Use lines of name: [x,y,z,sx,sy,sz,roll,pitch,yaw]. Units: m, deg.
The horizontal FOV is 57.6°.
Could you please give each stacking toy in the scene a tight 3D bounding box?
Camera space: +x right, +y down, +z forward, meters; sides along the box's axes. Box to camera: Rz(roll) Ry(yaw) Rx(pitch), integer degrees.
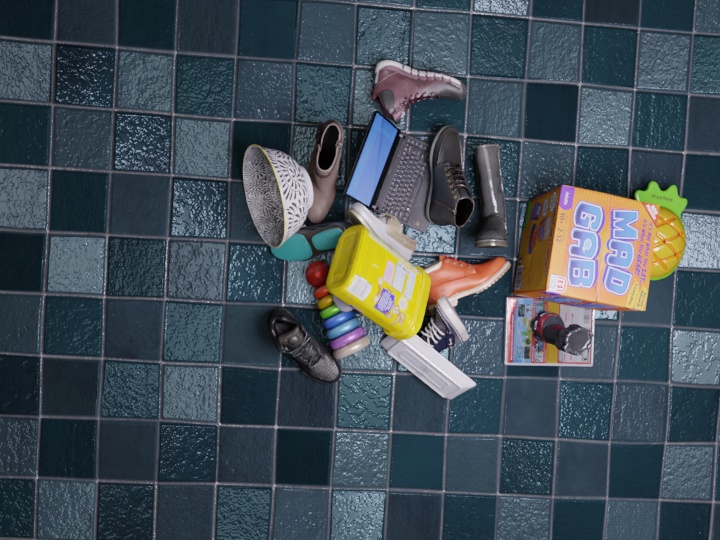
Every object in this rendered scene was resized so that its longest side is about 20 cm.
stacking toy: [-0.054,0.074,1.350,0.084,0.085,0.204,-23,89,-3]

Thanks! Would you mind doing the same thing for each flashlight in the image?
flashlight: [0.401,0.123,1.301,0.066,0.200,0.069,14,90,-5]

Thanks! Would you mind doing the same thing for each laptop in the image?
laptop: [0.083,-0.197,1.334,0.196,0.103,0.181,22,91,-4]

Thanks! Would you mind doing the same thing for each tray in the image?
tray: [0.134,0.198,1.355,0.199,0.107,0.022,39,54,-4]

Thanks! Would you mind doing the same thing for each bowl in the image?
bowl: [-0.152,-0.154,1.296,0.093,0.200,0.205,-16,93,-27]

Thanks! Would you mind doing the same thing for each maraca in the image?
maraca: [0.618,-0.082,1.373,0.134,0.107,0.205,9,91,-4]

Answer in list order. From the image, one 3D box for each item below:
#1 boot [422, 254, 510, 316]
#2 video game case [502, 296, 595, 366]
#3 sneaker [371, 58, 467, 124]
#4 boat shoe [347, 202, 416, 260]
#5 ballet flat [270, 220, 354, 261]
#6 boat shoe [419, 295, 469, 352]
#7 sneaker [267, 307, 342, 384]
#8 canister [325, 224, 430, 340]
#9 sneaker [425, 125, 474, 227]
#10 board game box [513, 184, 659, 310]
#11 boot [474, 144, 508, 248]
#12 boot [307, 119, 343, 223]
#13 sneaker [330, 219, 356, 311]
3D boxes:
boot: [0.214,0.003,1.368,0.197,0.075,0.109,-26,89,-2]
video game case: [0.406,0.132,1.411,0.195,0.017,0.147,2,92,-4]
sneaker: [0.113,-0.348,1.343,0.196,0.076,0.118,16,83,6]
boat shoe: [0.045,-0.083,1.317,0.069,0.075,0.200,-49,136,-3]
ballet flat: [-0.092,-0.064,1.334,0.197,0.073,0.075,-10,93,33]
boat shoe: [0.159,0.120,1.312,0.092,0.200,0.075,-32,62,4]
sneaker: [-0.115,0.162,1.330,0.076,0.114,0.200,-41,96,0]
canister: [0.036,0.023,1.259,0.199,0.086,0.151,36,59,-34]
sneaker: [0.194,-0.189,1.329,0.073,0.106,0.205,-1,101,-28]
board game box: [0.442,-0.036,1.307,0.195,0.200,0.205,11,86,-4]
boot: [0.262,-0.151,1.320,0.071,0.182,0.205,1,99,13]
boot: [-0.075,-0.196,1.301,0.069,0.146,0.205,7,92,-6]
sneaker: [0.000,0.000,1.351,0.113,0.075,0.204,24,56,-41]
